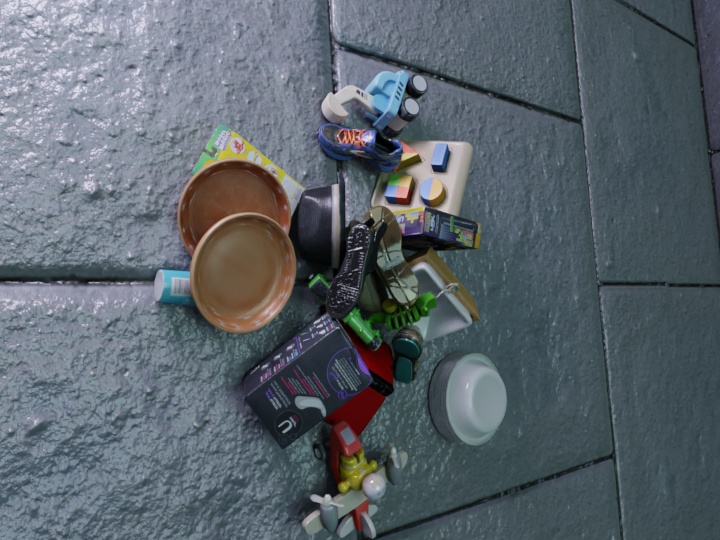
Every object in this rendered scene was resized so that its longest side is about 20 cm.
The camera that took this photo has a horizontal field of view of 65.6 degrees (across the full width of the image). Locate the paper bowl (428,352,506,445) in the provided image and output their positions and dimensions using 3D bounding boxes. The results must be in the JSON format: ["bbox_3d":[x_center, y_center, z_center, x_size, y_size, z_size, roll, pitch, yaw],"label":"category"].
[{"bbox_3d":[0.258,0.293,1.282,0.196,0.103,0.208,5,81,-35],"label":"paper bowl"}]

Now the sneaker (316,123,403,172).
[{"bbox_3d":[0.004,-0.269,1.163,0.194,0.078,0.078,10,71,-17],"label":"sneaker"}]

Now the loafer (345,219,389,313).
[{"bbox_3d":[0.000,0.000,1.131,0.076,0.066,0.206,-50,125,-64],"label":"loafer"}]

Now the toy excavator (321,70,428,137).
[{"bbox_3d":[0.027,-0.370,1.213,0.196,0.099,0.199,27,66,-17],"label":"toy excavator"}]

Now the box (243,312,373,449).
[{"bbox_3d":[-0.093,0.188,0.979,0.197,0.106,0.124,-35,106,-3],"label":"box"}]

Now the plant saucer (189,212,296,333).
[{"bbox_3d":[-0.200,0.003,0.950,0.196,0.037,0.207,-11,108,-37],"label":"plant saucer"}]

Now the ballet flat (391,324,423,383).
[{"bbox_3d":[0.100,0.159,1.153,0.203,0.066,0.077,87,25,-54],"label":"ballet flat"}]

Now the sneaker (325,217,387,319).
[{"bbox_3d":[-0.003,-0.006,1.006,0.104,0.058,0.206,43,64,-74],"label":"sneaker"}]

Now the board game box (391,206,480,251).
[{"bbox_3d":[0.126,-0.081,1.170,0.161,0.198,0.059,9,84,-34],"label":"board game box"}]

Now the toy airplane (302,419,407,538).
[{"bbox_3d":[-0.002,0.409,1.045,0.197,0.139,0.205,34,65,-29],"label":"toy airplane"}]

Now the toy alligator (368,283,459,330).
[{"bbox_3d":[0.110,0.078,1.103,0.194,0.055,0.060,-20,128,3],"label":"toy alligator"}]

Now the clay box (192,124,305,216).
[{"bbox_3d":[-0.207,-0.158,1.023,0.198,0.047,0.117,36,66,-27],"label":"clay box"}]

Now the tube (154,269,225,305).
[{"bbox_3d":[-0.251,0.035,0.964,0.196,0.050,0.079,8,114,-37],"label":"tube"}]

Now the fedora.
[{"bbox_3d":[-0.076,-0.083,1.060,0.088,0.201,0.208,0,82,-5],"label":"fedora"}]

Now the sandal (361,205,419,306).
[{"bbox_3d":[0.054,-0.025,1.092,0.078,0.054,0.205,-21,84,-15],"label":"sandal"}]

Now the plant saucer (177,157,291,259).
[{"bbox_3d":[-0.218,-0.092,0.974,0.194,0.032,0.207,-7,111,-20],"label":"plant saucer"}]

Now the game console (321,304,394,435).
[{"bbox_3d":[-0.037,0.199,1.123,0.198,0.118,0.175,37,33,-28],"label":"game console"}]

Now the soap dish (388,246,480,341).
[{"bbox_3d":[0.143,0.050,1.201,0.200,0.155,0.082,46,41,-23],"label":"soap dish"}]

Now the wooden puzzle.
[{"bbox_3d":[0.132,-0.208,1.210,0.046,0.194,0.190,56,48,-62],"label":"wooden puzzle"}]

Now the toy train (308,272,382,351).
[{"bbox_3d":[-0.027,0.083,1.083,0.042,0.056,0.200,-43,104,2],"label":"toy train"}]
